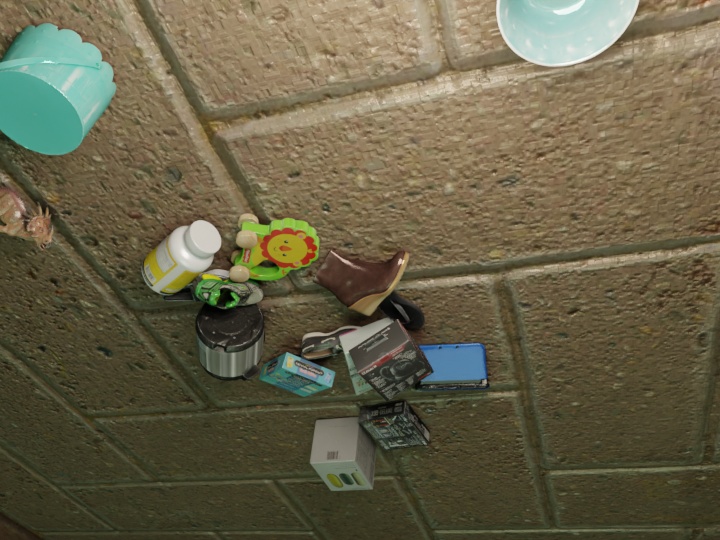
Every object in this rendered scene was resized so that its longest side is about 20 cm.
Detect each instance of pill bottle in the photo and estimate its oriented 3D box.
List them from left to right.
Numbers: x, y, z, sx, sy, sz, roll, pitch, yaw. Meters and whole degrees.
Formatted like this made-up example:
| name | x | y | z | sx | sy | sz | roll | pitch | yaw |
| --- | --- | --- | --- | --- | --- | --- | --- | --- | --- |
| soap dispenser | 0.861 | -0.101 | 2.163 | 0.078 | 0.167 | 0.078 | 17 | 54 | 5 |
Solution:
| name | x | y | z | sx | sy | sz | roll | pitch | yaw |
| --- | --- | --- | --- | --- | --- | --- | --- | --- | --- |
| pill bottle | -0.406 | -0.032 | 1.509 | 0.112 | 0.113 | 0.199 | 36 | 132 | -28 |

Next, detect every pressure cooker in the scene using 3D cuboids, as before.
| name | x | y | z | sx | sy | sz | roll | pitch | yaw |
| --- | --- | --- | --- | --- | --- | --- | --- | --- | --- |
| pressure cooker | -0.333 | 0.178 | 1.679 | 0.176 | 0.177 | 0.201 | 5 | 139 | -7 |

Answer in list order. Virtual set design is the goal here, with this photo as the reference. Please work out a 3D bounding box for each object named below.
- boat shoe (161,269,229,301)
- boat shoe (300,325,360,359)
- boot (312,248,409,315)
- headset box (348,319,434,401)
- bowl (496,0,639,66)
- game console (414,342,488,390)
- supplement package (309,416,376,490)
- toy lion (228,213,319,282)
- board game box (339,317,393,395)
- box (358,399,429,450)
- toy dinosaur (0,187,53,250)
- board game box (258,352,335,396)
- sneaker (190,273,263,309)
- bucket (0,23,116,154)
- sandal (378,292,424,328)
| name | x | y | z | sx | sy | sz | roll | pitch | yaw |
| --- | --- | --- | --- | --- | --- | --- | --- | --- | --- |
| boat shoe | -0.392 | 0.046 | 1.624 | 0.197 | 0.068 | 0.072 | -2 | 138 | 7 |
| boat shoe | -0.068 | 0.194 | 1.744 | 0.198 | 0.061 | 0.074 | -8 | 135 | 17 |
| boot | 0.000 | 0.000 | 1.513 | 0.166 | 0.073 | 0.201 | 34 | 117 | -7 |
| headset box | 0.074 | 0.221 | 1.635 | 0.148 | 0.078 | 0.200 | -33 | 136 | 6 |
| bowl | 0.298 | -0.418 | 0.970 | 0.198 | 0.106 | 0.202 | 5 | 139 | 4 |
| game console | 0.248 | 0.266 | 1.808 | 0.197 | 0.120 | 0.171 | -3 | 169 | 13 |
| supplement package | -0.050 | 0.588 | 2.113 | 0.150 | 0.152 | 0.201 | -8 | 136 | 17 |
| toy lion | -0.193 | -0.045 | 1.506 | 0.189 | 0.069 | 0.201 | 10 | 139 | -13 |
| board game box | 0.034 | 0.225 | 1.722 | 0.146 | 0.065 | 0.201 | -19 | 137 | -7 |
| box | 0.107 | 0.483 | 2.048 | 0.156 | 0.050 | 0.200 | -15 | 133 | 24 |
| toy dinosaur | -0.776 | -0.131 | 1.488 | 0.135 | 0.086 | 0.201 | -27 | 112 | 20 |
| board game box | -0.179 | 0.293 | 1.843 | 0.150 | 0.047 | 0.200 | 25 | 153 | -18 |
| sneaker | -0.302 | 0.063 | 1.558 | 0.199 | 0.085 | 0.079 | 3 | 117 | -54 |
| bucket | -0.562 | -0.321 | 1.193 | 0.204 | 0.136 | 0.208 | 5 | 138 | 4 |
| sandal | 0.077 | 0.091 | 1.620 | 0.199 | 0.043 | 0.076 | 37 | 131 | -28 |
